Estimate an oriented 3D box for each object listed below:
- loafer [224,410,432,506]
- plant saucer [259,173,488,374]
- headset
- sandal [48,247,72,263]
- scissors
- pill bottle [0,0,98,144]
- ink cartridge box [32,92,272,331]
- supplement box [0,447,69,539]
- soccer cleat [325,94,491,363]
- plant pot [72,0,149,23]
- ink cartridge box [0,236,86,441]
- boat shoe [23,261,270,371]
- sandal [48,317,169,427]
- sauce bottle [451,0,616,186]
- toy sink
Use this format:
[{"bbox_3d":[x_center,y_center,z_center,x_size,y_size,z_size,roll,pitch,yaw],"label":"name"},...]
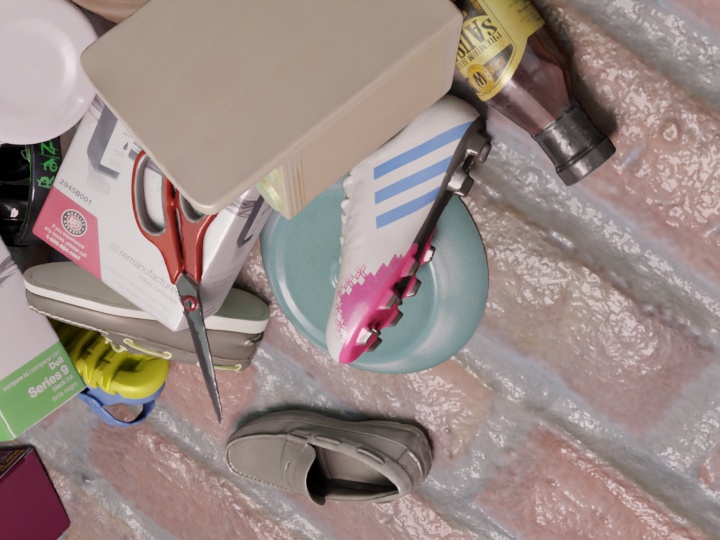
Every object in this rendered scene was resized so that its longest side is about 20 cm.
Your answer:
[{"bbox_3d":[-0.037,0.162,0.956,0.198,0.070,0.071,-6,112,30],"label":"loafer"},{"bbox_3d":[0.000,0.000,0.876,0.198,0.036,0.202,12,119,23],"label":"plant saucer"},{"bbox_3d":[-0.304,-0.076,0.945,0.199,0.093,0.125,-21,74,58],"label":"headset"},{"bbox_3d":[-0.185,-0.040,0.949,0.199,0.043,0.077,-23,95,31],"label":"sandal"},{"bbox_3d":[-0.130,0.011,0.814,0.072,0.014,0.202,4,104,12],"label":"scissors"},{"bbox_3d":[-0.276,-0.178,0.843,0.200,0.111,0.113,38,135,49],"label":"pill bottle"},{"bbox_3d":[-0.135,-0.080,0.846,0.145,0.085,0.201,33,107,9],"label":"ink cartridge box"},{"bbox_3d":[-0.429,0.267,1.182,0.198,0.131,0.104,-9,112,32],"label":"supplement box"},{"bbox_3d":[0.015,-0.035,0.794,0.086,0.070,0.201,29,89,14],"label":"soccer cleat"},{"bbox_3d":[-0.165,-0.269,0.702,0.198,0.174,0.203,-1,88,20],"label":"plant pot"},{"bbox_3d":[-0.335,0.037,0.932,0.145,0.084,0.201,-11,109,47],"label":"ink cartridge box"},{"bbox_3d":[-0.176,0.040,0.919,0.200,0.072,0.061,11,116,-18],"label":"boat shoe"},{"bbox_3d":[-0.261,0.088,1.037,0.199,0.080,0.088,23,140,22],"label":"sandal"},{"bbox_3d":[0.093,-0.146,0.734,0.066,0.066,0.201,-37,93,36],"label":"sauce bottle"},{"bbox_3d":[-0.053,-0.122,0.714,0.130,0.200,0.112,47,168,13],"label":"toy sink"}]
